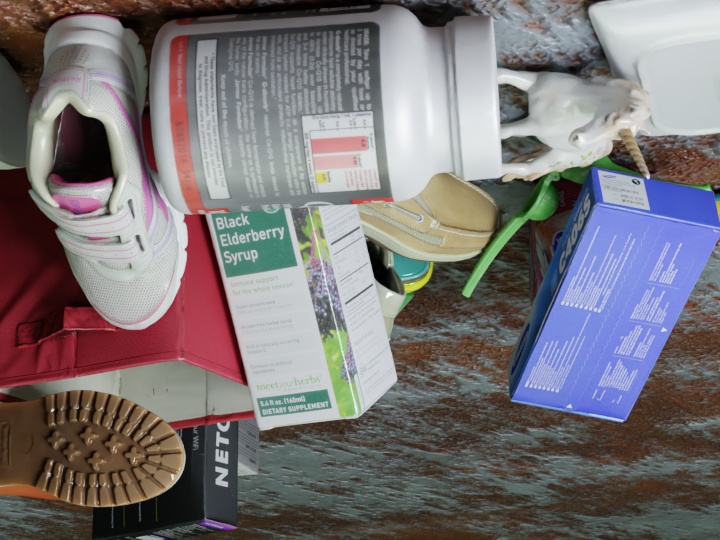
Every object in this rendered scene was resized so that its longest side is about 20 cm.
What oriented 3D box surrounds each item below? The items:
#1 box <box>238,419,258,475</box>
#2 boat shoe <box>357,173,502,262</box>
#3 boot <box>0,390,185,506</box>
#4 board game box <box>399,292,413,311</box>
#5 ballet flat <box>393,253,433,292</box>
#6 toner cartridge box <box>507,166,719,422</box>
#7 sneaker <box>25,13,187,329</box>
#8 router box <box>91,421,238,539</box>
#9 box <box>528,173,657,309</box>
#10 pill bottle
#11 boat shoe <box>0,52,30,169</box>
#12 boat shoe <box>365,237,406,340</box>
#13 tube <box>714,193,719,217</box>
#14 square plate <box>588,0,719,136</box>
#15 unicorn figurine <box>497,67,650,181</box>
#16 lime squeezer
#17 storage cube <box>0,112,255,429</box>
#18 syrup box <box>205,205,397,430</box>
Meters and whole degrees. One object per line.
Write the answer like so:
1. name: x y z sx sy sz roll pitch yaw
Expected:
1. box: -0.218 0.166 1.836 0.197 0.103 0.113 -6 161 14
2. boat shoe: 0.032 -0.057 1.231 0.198 0.072 0.076 9 144 -35
3. boot: -0.200 0.126 1.186 0.197 0.076 0.107 2 168 20
4. board game box: -0.060 0.062 1.532 0.133 0.029 0.200 9 137 -33
5. ballet flat: -0.040 -0.001 1.398 0.197 0.068 0.067 0 167 -11
6. toner cartridge box: 0.180 0.021 1.242 0.094 0.043 0.201 12 131 -8
7. sneaker: -0.161 -0.046 1.034 0.080 0.089 0.202 -5 119 13
8. router box: -0.185 0.152 1.633 0.148 0.203 0.051 -14 157 35
9. box: 0.185 0.003 1.372 0.098 0.097 0.200 -4 162 4
10. pill bottle: -0.018 -0.096 1.013 0.197 0.117 0.116 -3 162 5
11. boat shoe: -0.269 -0.116 1.018 0.063 0.072 0.200 -11 152 25
12. boat shoe: 0.000 0.000 1.277 0.072 0.201 0.062 30 108 -23
13. tube: 0.331 -0.050 1.316 0.198 0.051 0.077 -9 154 37
14. square plate: 0.254 -0.130 1.077 0.197 0.029 0.198 -6 161 14
15. unicorn figurine: 0.125 -0.095 1.114 0.136 0.075 0.200 -3 -176 14
16. lime squeezer: 0.152 -0.048 1.254 0.198 0.038 0.071 -23 125 14
17. storage cube: -0.151 0.006 1.215 0.169 0.182 0.200 -10 160 25
18. syrup box: -0.044 -0.005 1.145 0.078 0.202 0.081 -9 -169 24
